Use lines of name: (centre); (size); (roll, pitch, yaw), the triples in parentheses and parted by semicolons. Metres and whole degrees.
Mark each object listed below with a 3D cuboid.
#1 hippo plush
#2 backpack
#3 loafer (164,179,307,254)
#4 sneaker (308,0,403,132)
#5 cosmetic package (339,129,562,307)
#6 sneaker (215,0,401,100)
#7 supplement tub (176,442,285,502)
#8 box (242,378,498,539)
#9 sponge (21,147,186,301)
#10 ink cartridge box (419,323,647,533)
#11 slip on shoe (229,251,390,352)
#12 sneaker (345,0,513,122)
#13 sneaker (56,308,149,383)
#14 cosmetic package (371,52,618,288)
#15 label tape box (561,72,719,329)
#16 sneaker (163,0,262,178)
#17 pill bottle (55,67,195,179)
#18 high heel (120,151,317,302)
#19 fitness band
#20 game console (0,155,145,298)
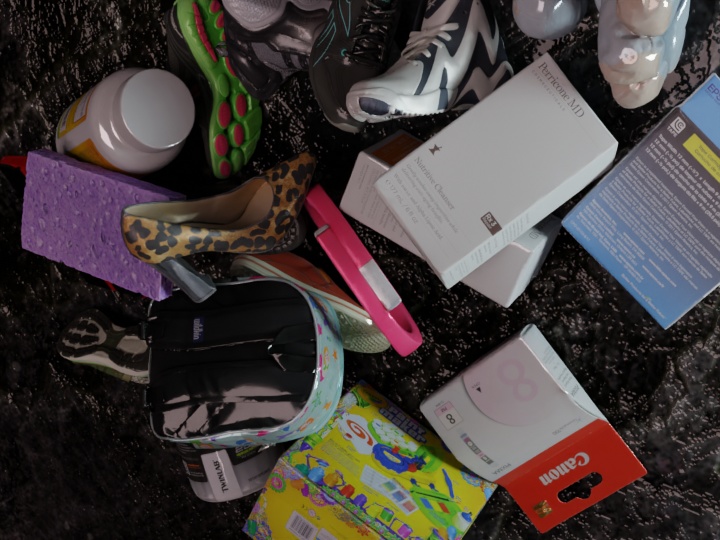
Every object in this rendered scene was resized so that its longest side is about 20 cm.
hippo plush: (0.201, -0.252, 1.007); (0.159, 0.159, 0.202); (21, 119, 19)
backpack: (-0.114, 0.098, 1.247); (0.197, 0.150, 0.180); (-11, 73, 23)
loafer: (-0.131, -0.072, 1.311); (0.198, 0.071, 0.074); (15, 117, 33)
sneaker: (-0.001, -0.232, 1.118); (0.079, 0.074, 0.203); (154, 123, -64)
cosmetic package: (0.091, -0.056, 1.183); (0.199, 0.101, 0.072); (31, 120, 14)
sneaker: (-0.056, -0.222, 1.217); (0.198, 0.076, 0.114); (25, 139, 0)
supplement tub: (-0.170, 0.159, 1.403); (0.121, 0.122, 0.203); (-9, 106, 31)
box: (0.014, 0.258, 1.298); (0.199, 0.192, 0.123); (36, 124, 12)
sponge: (-0.276, -0.051, 1.253); (0.198, 0.030, 0.113); (19, 110, 24)
ink cartridge box: (0.181, 0.179, 1.262); (0.162, 0.057, 0.201); (-39, 84, 34)
slip on shoe: (-0.048, 0.026, 1.319); (0.198, 0.062, 0.074); (29, 143, 2)
sneaker: (0.061, -0.210, 1.091); (0.079, 0.197, 0.132); (1, 101, 56)
sneaker: (-0.306, 0.112, 1.493); (0.198, 0.077, 0.089); (14, 147, 38)
cosmetic package: (0.124, -0.089, 1.081); (0.199, 0.081, 0.113); (-39, 76, 2)
label tape box: (0.304, -0.066, 1.084); (0.143, 0.066, 0.200); (46, 122, 5)
sneaker: (-0.165, -0.201, 1.294); (0.083, 0.076, 0.203); (8, 115, 49)
pill bottle: (-0.252, -0.155, 1.281); (0.199, 0.110, 0.112); (-10, 107, 60)
high heel: (-0.139, -0.071, 1.172); (0.200, 0.143, 0.071); (-46, 46, -1)
fitness band: (0.000, 0.000, 1.234); (0.037, 0.144, 0.201); (-34, 87, 1)
game console: (-0.331, -0.053, 1.395); (0.176, 0.031, 0.201); (12, 140, 51)
